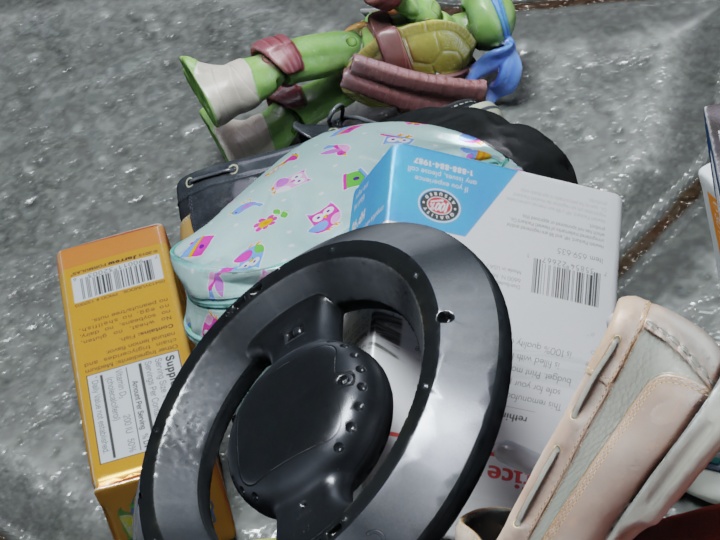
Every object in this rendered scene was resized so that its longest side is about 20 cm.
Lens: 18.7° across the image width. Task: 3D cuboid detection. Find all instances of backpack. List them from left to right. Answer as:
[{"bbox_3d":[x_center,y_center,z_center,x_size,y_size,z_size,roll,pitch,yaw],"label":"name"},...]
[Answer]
[{"bbox_3d":[0.000,0.000,1.108,0.200,0.127,0.167,-39,21,-32],"label":"backpack"}]

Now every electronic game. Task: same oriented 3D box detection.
[{"bbox_3d":[-0.020,0.067,0.905,0.200,0.042,0.200,-29,41,28],"label":"electronic game"}]

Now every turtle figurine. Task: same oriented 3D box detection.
[{"bbox_3d":[-0.019,-0.156,1.320,0.194,0.200,0.144,-28,5,-6],"label":"turtle figurine"}]

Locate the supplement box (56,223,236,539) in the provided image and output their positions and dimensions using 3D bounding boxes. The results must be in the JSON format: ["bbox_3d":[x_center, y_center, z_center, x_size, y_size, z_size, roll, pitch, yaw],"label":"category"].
[{"bbox_3d":[-0.115,0.063,1.154,0.069,0.067,0.200,-14,39,-1],"label":"supplement box"}]

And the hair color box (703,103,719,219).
[{"bbox_3d":[0.261,-0.042,0.979,0.200,0.061,0.100,-10,39,8],"label":"hair color box"}]

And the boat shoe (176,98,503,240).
[{"bbox_3d":[-0.015,-0.060,1.249,0.200,0.075,0.062,-22,70,1],"label":"boat shoe"}]

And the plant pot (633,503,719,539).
[{"bbox_3d":[0.188,0.178,0.812,0.200,0.200,0.176,-15,26,3],"label":"plant pot"}]

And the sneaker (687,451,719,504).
[{"bbox_3d":[0.135,0.060,1.050,0.200,0.080,0.078,1,42,23],"label":"sneaker"}]

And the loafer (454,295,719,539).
[{"bbox_3d":[0.069,0.096,0.832,0.200,0.063,0.072,-53,-2,16],"label":"loafer"}]

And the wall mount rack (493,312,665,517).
[{"bbox_3d":[0.163,0.064,0.899,0.174,0.200,0.075,-9,63,-26],"label":"wall mount rack"}]

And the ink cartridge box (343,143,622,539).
[{"bbox_3d":[0.048,0.055,0.982,0.116,0.067,0.200,13,68,-15],"label":"ink cartridge box"}]

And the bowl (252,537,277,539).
[{"bbox_3d":[-0.027,0.211,0.906,0.201,0.094,0.201,2,36,-1],"label":"bowl"}]

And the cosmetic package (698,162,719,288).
[{"bbox_3d":[0.247,0.021,1.037,0.071,0.101,0.200,-26,39,-11],"label":"cosmetic package"}]
